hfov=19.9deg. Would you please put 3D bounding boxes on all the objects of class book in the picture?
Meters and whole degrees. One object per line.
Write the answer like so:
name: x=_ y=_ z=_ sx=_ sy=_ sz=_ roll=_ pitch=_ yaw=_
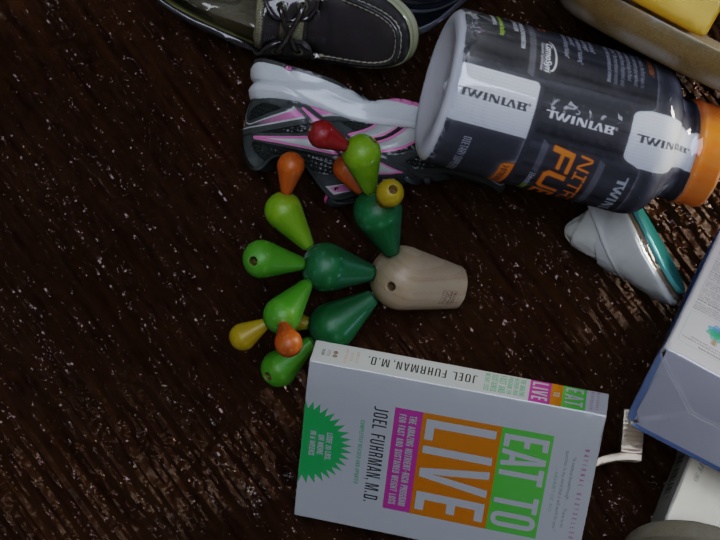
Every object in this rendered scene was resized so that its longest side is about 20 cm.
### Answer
book: x=0.060 y=0.122 z=1.390 sx=0.199 sy=0.048 sz=0.134 roll=10 pitch=125 yaw=5

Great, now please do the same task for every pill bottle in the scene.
pill bottle: x=0.144 y=-0.100 z=1.374 sx=0.199 sy=0.106 sz=0.107 roll=14 pitch=81 yaw=-9

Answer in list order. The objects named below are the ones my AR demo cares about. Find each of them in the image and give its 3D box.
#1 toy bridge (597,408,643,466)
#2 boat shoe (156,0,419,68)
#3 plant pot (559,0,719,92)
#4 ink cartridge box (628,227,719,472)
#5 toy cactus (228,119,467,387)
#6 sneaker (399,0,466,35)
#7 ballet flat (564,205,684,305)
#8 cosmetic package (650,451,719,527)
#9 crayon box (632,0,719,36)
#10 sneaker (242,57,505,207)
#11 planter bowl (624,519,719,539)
toy bridge: x=0.100 y=0.122 z=1.446 sx=0.199 sy=0.027 sz=0.068 roll=5 pitch=82 yaw=0
boat shoe: x=-0.058 y=-0.178 z=1.446 sx=0.199 sy=0.065 sz=0.074 roll=16 pitch=123 yaw=20
plant pot: x=0.216 y=-0.157 z=1.416 sx=0.199 sy=0.200 sz=0.028 roll=28 pitch=101 yaw=3
ink cartridge box: x=0.279 y=0.052 z=1.392 sx=0.136 sy=0.077 sz=0.200 roll=28 pitch=42 yaw=7
toy cactus: x=0.000 y=0.000 z=1.420 sx=0.164 sy=0.102 sz=0.201 roll=9 pitch=106 yaw=-25
sneaker: x=0.090 y=-0.252 z=1.464 sx=0.070 sy=0.109 sz=0.200 roll=45 pitch=82 yaw=5
ballet flat: x=0.165 y=-0.056 z=1.464 sx=0.069 sy=0.069 sz=0.201 roll=-22 pitch=78 yaw=-5
cosmetic package: x=0.311 y=0.175 z=1.421 sx=0.199 sy=0.073 sz=0.104 roll=22 pitch=81 yaw=3
crayon box: x=0.193 y=-0.214 z=1.414 sx=0.125 sy=0.200 sz=0.052 roll=29 pitch=101 yaw=3
sneaker: x=0.008 y=-0.082 z=1.461 sx=0.199 sy=0.080 sz=0.087 roll=17 pitch=91 yaw=10
planter bowl: x=0.214 y=0.253 z=1.360 sx=0.199 sy=0.201 sz=0.135 roll=24 pitch=54 yaw=2
